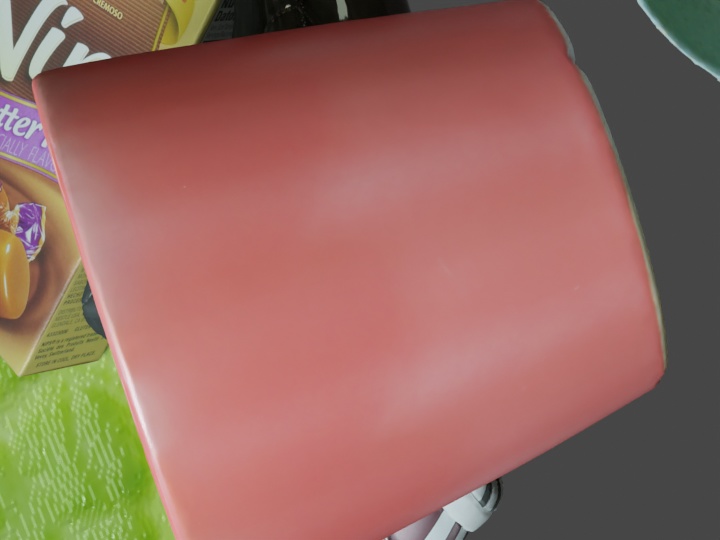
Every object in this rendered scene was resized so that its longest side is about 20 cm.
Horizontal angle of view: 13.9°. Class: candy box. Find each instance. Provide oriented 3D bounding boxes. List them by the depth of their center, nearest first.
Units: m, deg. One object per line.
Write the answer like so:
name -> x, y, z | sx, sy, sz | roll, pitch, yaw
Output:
candy box -> -0.117, -0.071, 1.201 | 0.117, 0.056, 0.200 | 44, 120, 24

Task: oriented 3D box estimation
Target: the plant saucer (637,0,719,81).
plant saucer -> 0.145, -0.153, 0.912 | 0.039, 0.200, 0.202 | 27, 116, 58

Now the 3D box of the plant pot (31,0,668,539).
plant pot -> 0.000, 0.000, 1.019 | 0.177, 0.200, 0.201 | -19, 85, -4

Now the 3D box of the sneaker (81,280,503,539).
sneaker -> -0.051, 0.081, 1.139 | 0.200, 0.076, 0.116 | 27, 86, 31

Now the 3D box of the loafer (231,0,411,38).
loafer -> -0.006, -0.107, 1.105 | 0.071, 0.073, 0.201 | 17, 117, 30
